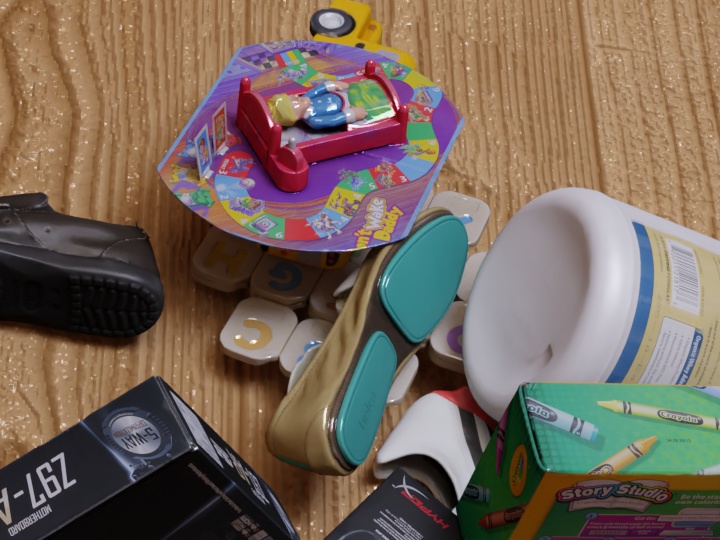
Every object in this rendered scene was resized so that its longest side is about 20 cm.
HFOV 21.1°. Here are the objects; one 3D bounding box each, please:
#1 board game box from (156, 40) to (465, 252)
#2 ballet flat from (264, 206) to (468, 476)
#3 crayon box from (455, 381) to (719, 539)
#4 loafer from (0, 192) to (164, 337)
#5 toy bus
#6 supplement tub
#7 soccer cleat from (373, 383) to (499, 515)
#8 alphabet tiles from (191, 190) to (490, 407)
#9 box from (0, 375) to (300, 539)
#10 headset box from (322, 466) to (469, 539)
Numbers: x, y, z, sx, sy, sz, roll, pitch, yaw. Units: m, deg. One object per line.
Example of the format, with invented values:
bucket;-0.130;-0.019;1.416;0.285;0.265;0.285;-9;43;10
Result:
board game box;-0.025;-0.092;1.172;0.157;0.039;0.200;17;45;11
ballet flat;0.000;0.035;1.134;0.063;0.069;0.200;-2;41;34
crayon box;0.165;0.119;1.043;0.199;0.119;0.058;2;50;-17
loafer;-0.215;-0.011;1.167;0.199;0.073;0.071;14;43;-10
toy bus;-0.016;-0.093;1.253;0.078;0.065;0.200;14;44;8
supplement tub;0.177;0.046;1.145;0.199;0.145;0.145;19;49;-28
soccer cleat;0.094;0.150;1.129;0.085;0.069;0.200;-38;67;-25
alphabet tiles;0.000;0.000;1.216;0.199;0.015;0.196;19;46;11
box;-0.127;0.140;0.958;0.160;0.200;0.044;-31;63;-1
headset box;0.006;0.227;1.039;0.149;0.075;0.200;39;55;15
